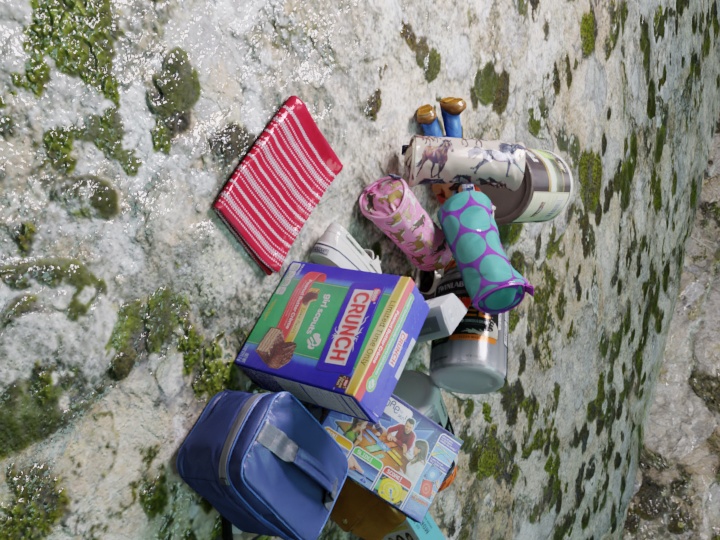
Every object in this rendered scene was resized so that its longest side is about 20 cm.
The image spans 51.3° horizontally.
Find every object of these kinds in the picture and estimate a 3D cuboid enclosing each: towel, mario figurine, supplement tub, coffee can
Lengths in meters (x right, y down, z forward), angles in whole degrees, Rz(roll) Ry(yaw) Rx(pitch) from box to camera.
[{"bbox_3d":[-0.101,-0.112,0.981,0.200,0.022,0.145,-61,139,-26],"label":"towel"},{"bbox_3d":[0.160,-0.180,1.248,0.106,0.123,0.200,-57,135,-49],"label":"mario figurine"},{"bbox_3d":[0.176,0.086,1.200,0.123,0.122,0.200,46,43,-48],"label":"supplement tub"},{"bbox_3d":[0.295,-0.159,1.411,0.200,0.146,0.147,-7,103,-54],"label":"coffee can"},{"bbox_3d":[0.094,0.274,1.249,0.123,0.122,0.200,-50,134,-35],"label":"supplement tub"}]

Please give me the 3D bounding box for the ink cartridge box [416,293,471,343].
[{"bbox_3d":[0.069,0.065,1.079,0.047,0.160,0.200,70,21,-7],"label":"ink cartridge box"}]

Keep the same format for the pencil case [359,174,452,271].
[{"bbox_3d":[0.077,-0.070,1.183,0.200,0.083,0.087,42,54,-49],"label":"pencil case"}]

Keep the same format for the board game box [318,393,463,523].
[{"bbox_3d":[0.035,0.251,1.080,0.200,0.034,0.136,36,70,-9],"label":"board game box"}]

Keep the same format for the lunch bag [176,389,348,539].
[{"bbox_3d":[-0.106,0.247,0.927,0.200,0.132,0.136,52,49,-33],"label":"lunch bag"}]

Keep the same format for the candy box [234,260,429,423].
[{"bbox_3d":[-0.036,0.084,0.960,0.169,0.200,0.077,-63,141,-24],"label":"candy box"}]

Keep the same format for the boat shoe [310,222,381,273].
[{"bbox_3d":[0.000,0.000,1.109,0.200,0.072,0.066,42,67,-42],"label":"boat shoe"}]

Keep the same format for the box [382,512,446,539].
[{"bbox_3d":[0.075,0.416,1.208,0.049,0.082,0.200,-31,87,-48],"label":"box"}]

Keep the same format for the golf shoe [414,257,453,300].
[{"bbox_3d":[0.149,0.004,1.309,0.200,0.077,0.088,-58,131,-29],"label":"golf shoe"}]

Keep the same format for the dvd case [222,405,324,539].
[{"bbox_3d":[-0.117,0.287,1.049,0.200,0.018,0.143,-19,112,-51],"label":"dvd case"}]

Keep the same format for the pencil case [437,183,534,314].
[{"bbox_3d":[0.185,-0.032,1.137,0.085,0.092,0.200,75,0,-54],"label":"pencil case"}]

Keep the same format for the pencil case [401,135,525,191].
[{"bbox_3d":[0.166,-0.168,1.186,0.089,0.199,0.078,117,-27,-68],"label":"pencil case"}]

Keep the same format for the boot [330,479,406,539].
[{"bbox_3d":[-0.013,0.320,1.144,0.144,0.201,0.071,-50,176,23],"label":"boot"}]
